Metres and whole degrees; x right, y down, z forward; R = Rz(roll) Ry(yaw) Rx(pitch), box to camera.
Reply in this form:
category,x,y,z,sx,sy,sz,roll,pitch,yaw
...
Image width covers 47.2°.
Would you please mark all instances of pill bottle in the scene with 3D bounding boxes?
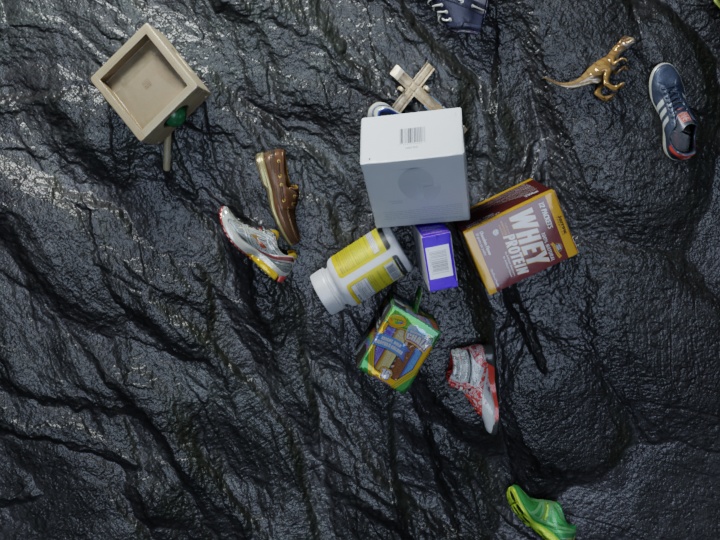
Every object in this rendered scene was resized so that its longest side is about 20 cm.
category,x,y,z,sx,sy,sz,roll,pitch,yaw
pill bottle,0.000,0.000,1.719,0.197,0.114,0.116,-31,102,5

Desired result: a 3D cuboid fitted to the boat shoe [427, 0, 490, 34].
category,x,y,z,sx,sy,sz,roll,pitch,yaw
boat shoe,0.162,-0.529,1.627,0.195,0.075,0.095,11,94,-5

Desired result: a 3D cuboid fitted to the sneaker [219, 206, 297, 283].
category,x,y,z,sx,sy,sz,roll,pitch,yaw
sneaker,-0.216,-0.067,1.723,0.199,0.078,0.082,42,94,-19

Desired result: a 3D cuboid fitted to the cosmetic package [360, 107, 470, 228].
category,x,y,z,sx,sy,sz,roll,pitch,yaw
cosmetic package,0.111,-0.197,1.613,0.194,0.125,0.202,-4,145,9

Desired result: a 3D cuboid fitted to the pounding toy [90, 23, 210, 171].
category,x,y,z,sx,sy,sz,roll,pitch,yaw
pounding toy,-0.404,-0.336,1.635,0.183,0.142,0.201,-40,90,6

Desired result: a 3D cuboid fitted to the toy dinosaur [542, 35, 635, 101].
category,x,y,z,sx,sy,sz,roll,pitch,yaw
toy dinosaur,0.482,-0.398,1.687,0.198,0.060,0.107,-33,78,0

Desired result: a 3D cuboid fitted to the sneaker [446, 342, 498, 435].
category,x,y,z,sx,sy,sz,roll,pitch,yaw
sneaker,0.245,0.264,1.810,0.105,0.067,0.207,-6,99,0

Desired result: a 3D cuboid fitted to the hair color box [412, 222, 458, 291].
category,x,y,z,sx,sy,sz,roll,pitch,yaw
hair color box,0.149,-0.037,1.671,0.063,0.200,0.112,-10,103,-1

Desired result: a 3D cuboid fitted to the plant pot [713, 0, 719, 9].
category,x,y,z,sx,sy,sz,roll,pitch,yaw
plant pot,0.823,-0.540,1.595,0.199,0.182,0.200,38,99,-10

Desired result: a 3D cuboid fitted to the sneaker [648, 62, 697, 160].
category,x,y,z,sx,sy,sz,roll,pitch,yaw
sneaker,0.649,-0.325,1.685,0.073,0.085,0.204,-19,102,2

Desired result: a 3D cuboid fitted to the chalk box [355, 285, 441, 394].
category,x,y,z,sx,sy,sz,roll,pitch,yaw
chalk box,0.089,0.132,1.745,0.122,0.125,0.203,30,101,-8

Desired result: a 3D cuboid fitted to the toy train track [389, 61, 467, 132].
category,x,y,z,sx,sy,sz,roll,pitch,yaw
toy train track,0.141,-0.346,1.689,0.199,0.033,0.115,39,98,-10

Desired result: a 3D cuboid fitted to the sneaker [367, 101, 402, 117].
category,x,y,z,sx,sy,sz,roll,pitch,yaw
sneaker,0.096,-0.264,1.677,0.198,0.088,0.076,33,97,-12

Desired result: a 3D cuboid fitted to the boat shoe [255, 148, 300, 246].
category,x,y,z,sx,sy,sz,roll,pitch,yaw
boat shoe,-0.157,-0.152,1.701,0.066,0.072,0.205,-17,100,4

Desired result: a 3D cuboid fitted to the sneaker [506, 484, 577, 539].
category,x,y,z,sx,sy,sz,roll,pitch,yaw
sneaker,0.414,0.553,1.885,0.199,0.074,0.084,42,73,-7

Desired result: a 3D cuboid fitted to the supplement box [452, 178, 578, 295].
category,x,y,z,sx,sy,sz,roll,pitch,yaw
supplement box,0.305,-0.073,1.669,0.194,0.200,0.135,-25,102,4
